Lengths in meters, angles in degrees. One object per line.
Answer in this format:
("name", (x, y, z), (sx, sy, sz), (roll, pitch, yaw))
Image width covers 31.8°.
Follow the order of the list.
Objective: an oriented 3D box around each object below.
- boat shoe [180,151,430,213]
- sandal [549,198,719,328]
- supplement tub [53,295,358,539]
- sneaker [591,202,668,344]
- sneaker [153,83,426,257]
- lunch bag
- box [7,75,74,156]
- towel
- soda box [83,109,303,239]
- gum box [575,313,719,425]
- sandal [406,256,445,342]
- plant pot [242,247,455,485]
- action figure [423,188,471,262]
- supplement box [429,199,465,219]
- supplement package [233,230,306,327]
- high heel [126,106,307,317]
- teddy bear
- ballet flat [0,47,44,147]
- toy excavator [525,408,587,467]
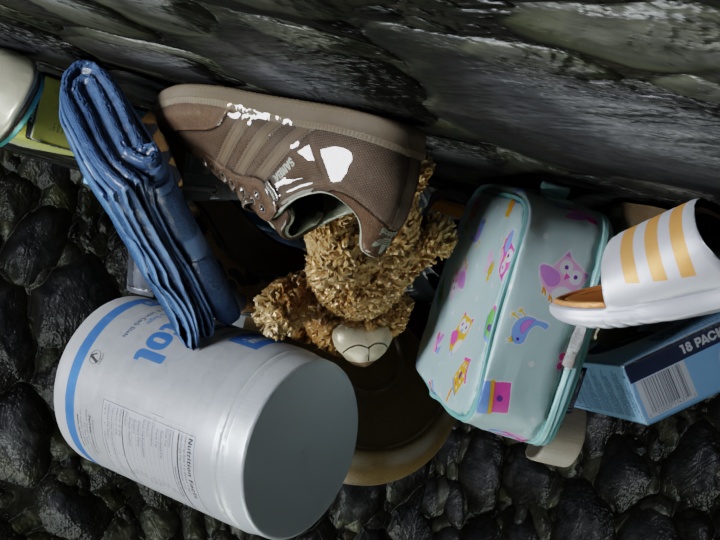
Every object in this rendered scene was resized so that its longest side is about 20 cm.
("boat shoe", (-0.036, -0.060, 0.880), (0.200, 0.066, 0.074), (14, 180, -41))
("sandal", (0.200, -0.012, 0.681), (0.204, 0.060, 0.079), (-10, -174, 27))
("supplement tub", (-0.114, 0.102, 0.918), (0.198, 0.134, 0.131), (14, 180, 35))
("sneaker", (0.182, 0.008, 0.859), (0.066, 0.091, 0.200), (14, 179, -3))
("sneaker", (-0.054, -0.060, 0.729), (0.198, 0.077, 0.070), (13, 179, 40))
("lunch bag", (0.103, 0.020, 0.848), (0.076, 0.163, 0.200), (18, -175, -10))
("box", (-0.270, -0.126, 1.004), (0.075, 0.051, 0.199), (14, 179, -41))
("towel", (-0.139, -0.038, 0.818), (0.112, 0.048, 0.201), (55, 171, 31))
("soda box", (-0.115, -0.077, 1.016), (0.197, 0.069, 0.064), (14, 179, 7))
("gum box", (0.235, 0.049, 0.893), (0.168, 0.045, 0.200), (-24, -179, -7))
("sandal", (0.060, 0.033, 0.977), (0.199, 0.048, 0.075), (37, 135, -13))
("plant pot", (0.001, 0.069, 1.016), (0.197, 0.203, 0.027), (14, 158, -20))
("action figure", (0.155, -0.013, 1.024), (0.197, 0.135, 0.150), (1, 132, 19))
("supplement box", (0.032, 0.030, 1.187), (0.073, 0.203, 0.125), (14, 179, -36))
("supplement package", (-0.077, -0.008, 1.148), (0.116, 0.118, 0.201), (14, -157, -22))
("high heel", (-0.085, -0.043, 0.941), (0.196, 0.145, 0.072), (6, -160, 8))
("teddy bear", (0.000, 0.000, 0.838), (0.144, 0.201, 0.067), (-19, -124, -37))
("ballet flat", (-0.259, -0.120, 0.841), (0.068, 0.071, 0.199), (14, 180, -23))
("toy excavator", (0.170, 0.064, 1.159), (0.098, 0.203, 0.194), (13, 180, -16))
